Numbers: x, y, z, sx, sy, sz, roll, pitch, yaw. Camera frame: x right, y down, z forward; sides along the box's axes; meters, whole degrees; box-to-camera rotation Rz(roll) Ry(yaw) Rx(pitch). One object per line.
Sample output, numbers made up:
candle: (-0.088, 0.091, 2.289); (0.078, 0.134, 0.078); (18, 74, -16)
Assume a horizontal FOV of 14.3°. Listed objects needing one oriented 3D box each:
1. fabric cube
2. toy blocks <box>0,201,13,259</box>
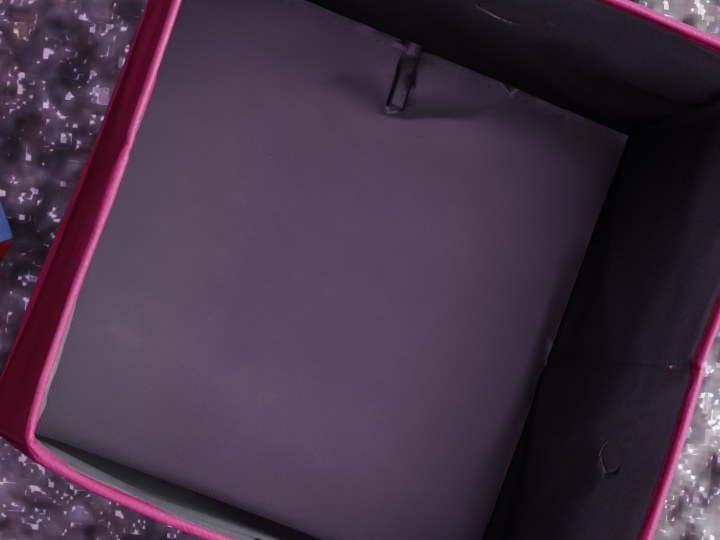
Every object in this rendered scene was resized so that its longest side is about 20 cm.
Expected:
fabric cube: (0.000, 0.000, 0.957); (0.195, 0.199, 0.201); (21, 84, -10)
toy blocks: (-0.210, -0.042, 0.981); (0.199, 0.100, 0.137); (-20, 103, -11)
